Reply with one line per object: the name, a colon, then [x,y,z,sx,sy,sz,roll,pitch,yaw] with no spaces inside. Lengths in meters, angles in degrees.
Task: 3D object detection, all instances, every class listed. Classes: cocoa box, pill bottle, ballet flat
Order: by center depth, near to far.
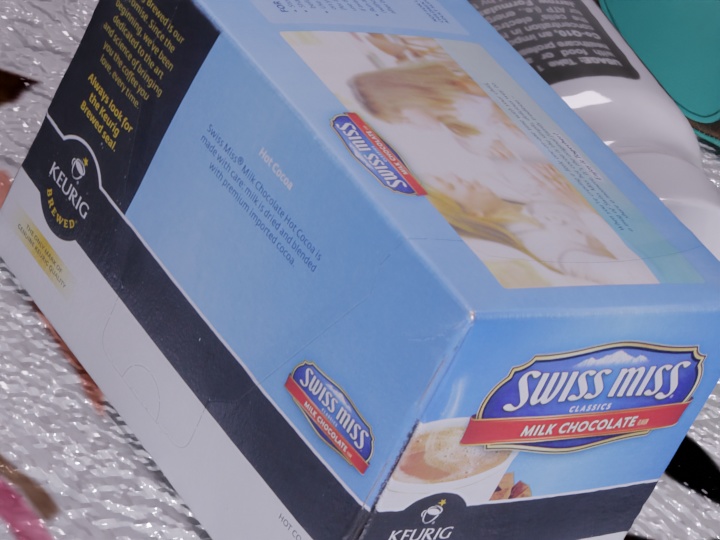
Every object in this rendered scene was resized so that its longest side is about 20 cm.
cocoa box: [0.000,0.000,0.950,0.133,0.131,0.200,-1,39,-43]
pill bottle: [0.055,-0.047,1.098,0.114,0.114,0.200,8,34,-33]
ballet flat: [0.183,-0.075,1.332,0.200,0.067,0.070,42,6,24]
